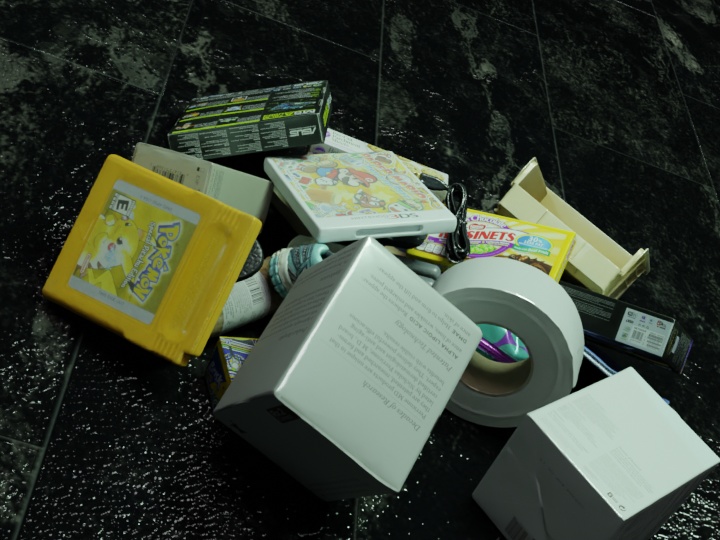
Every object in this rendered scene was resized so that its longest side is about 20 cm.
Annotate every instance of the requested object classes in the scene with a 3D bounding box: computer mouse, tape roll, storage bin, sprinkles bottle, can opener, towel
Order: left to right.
[{"bbox_3d":[-0.161,0.040,1.340,0.068,0.068,0.199,45,40,22],"label":"sprinkles bottle"},{"bbox_3d":[0.000,0.000,1.450,0.198,0.067,0.053,11,44,8],"label":"can opener"},{"bbox_3d":[0.050,-0.087,1.494,0.198,0.046,0.141,10,50,-1],"label":"computer mouse"},{"bbox_3d":[0.161,0.087,1.376,0.201,0.203,0.071,29,36,2],"label":"tape roll"},{"bbox_3d":[0.298,-0.044,1.628,0.200,0.094,0.199,42,2,17],"label":"storage bin"},{"bbox_3d":[0.323,0.125,1.491,0.145,0.024,0.200,41,5,27],"label":"towel"}]

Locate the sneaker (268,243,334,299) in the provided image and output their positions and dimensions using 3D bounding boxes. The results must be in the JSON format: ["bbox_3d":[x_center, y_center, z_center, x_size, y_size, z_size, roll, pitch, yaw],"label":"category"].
[{"bbox_3d":[-0.015,0.034,1.378,0.200,0.086,0.078,34,49,-37],"label":"sneaker"}]

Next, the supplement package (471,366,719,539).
[{"bbox_3d":[0.265,0.234,1.309,0.199,0.151,0.152,-15,54,-42],"label":"supplement package"}]

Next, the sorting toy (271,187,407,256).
[{"bbox_3d":[0.007,-0.083,1.587,0.198,0.070,0.200,-16,54,-43],"label":"sorting toy"}]

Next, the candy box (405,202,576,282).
[{"bbox_3d":[0.168,-0.029,1.499,0.199,0.027,0.103,14,49,23],"label":"candy box"}]

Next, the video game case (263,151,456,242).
[{"bbox_3d":[-0.004,-0.096,1.434,0.181,0.023,0.200,-5,31,-24],"label":"video game case"}]

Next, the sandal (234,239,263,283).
[{"bbox_3d":[-0.196,-0.011,1.286,0.198,0.045,0.076,-7,69,18],"label":"sandal"}]

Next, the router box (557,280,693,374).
[{"bbox_3d":[0.318,0.068,1.504,0.199,0.053,0.157,20,-4,26],"label":"router box"}]

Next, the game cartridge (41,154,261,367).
[{"bbox_3d":[-0.227,-0.012,1.252,0.199,0.177,0.032,23,-5,22],"label":"game cartridge"}]

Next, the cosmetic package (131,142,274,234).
[{"bbox_3d":[-0.188,-0.094,1.385,0.104,0.072,0.200,16,2,18],"label":"cosmetic package"}]

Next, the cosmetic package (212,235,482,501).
[{"bbox_3d":[-0.014,0.106,1.191,0.165,0.165,0.201,39,63,-14],"label":"cosmetic package"}]

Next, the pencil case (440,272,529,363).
[{"bbox_3d":[0.167,0.086,1.477,0.199,0.085,0.092,30,23,3],"label":"pencil case"}]

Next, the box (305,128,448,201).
[{"bbox_3d":[0.023,-0.139,1.572,0.199,0.039,0.042,21,36,-10],"label":"box"}]

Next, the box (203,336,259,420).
[{"bbox_3d":[-0.069,0.124,1.303,0.199,0.065,0.070,6,42,-28],"label":"box"}]

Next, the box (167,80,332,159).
[{"bbox_3d":[-0.141,-0.200,1.539,0.198,0.048,0.193,-7,24,4],"label":"box"}]
